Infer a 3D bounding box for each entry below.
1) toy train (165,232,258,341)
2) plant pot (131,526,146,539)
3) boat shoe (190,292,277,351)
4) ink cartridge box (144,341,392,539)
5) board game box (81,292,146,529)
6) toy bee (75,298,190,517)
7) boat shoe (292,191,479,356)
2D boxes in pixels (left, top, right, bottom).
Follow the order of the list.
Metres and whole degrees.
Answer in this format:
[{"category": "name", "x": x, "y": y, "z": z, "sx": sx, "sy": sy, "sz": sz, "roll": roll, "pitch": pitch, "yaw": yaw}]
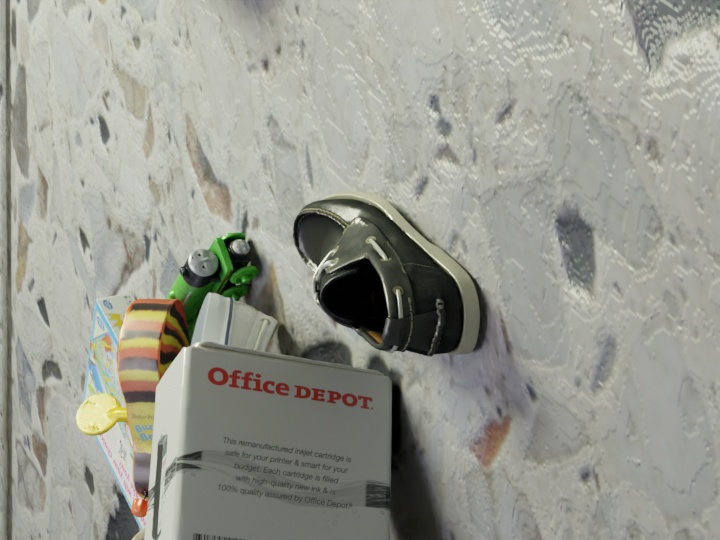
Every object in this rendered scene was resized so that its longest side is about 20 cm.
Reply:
[{"category": "toy train", "x": -0.129, "y": 0.031, "z": 1.656, "sx": 0.042, "sy": 0.056, "sz": 0.200, "roll": 68, "pitch": 153, "yaw": 22}, {"category": "plant pot", "x": -0.079, "y": 0.285, "z": 1.526, "sx": 0.184, "sy": 0.200, "sz": 0.201, "roll": 95, "pitch": 152, "yaw": -53}, {"category": "boat shoe", "x": -0.082, "y": 0.107, "z": 1.518, "sx": 0.202, "sy": 0.086, "sz": 0.075, "roll": -85, "pitch": 15, "yaw": -46}, {"category": "ink cartridge box", "x": -0.060, "y": 0.160, "z": 1.398, "sx": 0.084, "sy": 0.144, "sz": 0.200, "roll": 133, "pitch": 143, "yaw": -60}, {"category": "board game box", "x": -0.177, "y": 0.135, "z": 1.818, "sx": 0.200, "sy": 0.034, "sz": 0.135, "roll": 57, "pitch": 146, "yaw": 38}, {"category": "toy bee", "x": -0.136, "y": 0.126, "z": 1.613, "sx": 0.131, "sy": 0.109, "sz": 0.200, "roll": -21, "pitch": 115, "yaw": 31}, {"category": "boat shoe", "x": 0.000, "y": 0.000, "z": 1.370, "sx": 0.200, "sy": 0.067, "sz": 0.072, "roll": 38, "pitch": 134, "yaw": 56}]
